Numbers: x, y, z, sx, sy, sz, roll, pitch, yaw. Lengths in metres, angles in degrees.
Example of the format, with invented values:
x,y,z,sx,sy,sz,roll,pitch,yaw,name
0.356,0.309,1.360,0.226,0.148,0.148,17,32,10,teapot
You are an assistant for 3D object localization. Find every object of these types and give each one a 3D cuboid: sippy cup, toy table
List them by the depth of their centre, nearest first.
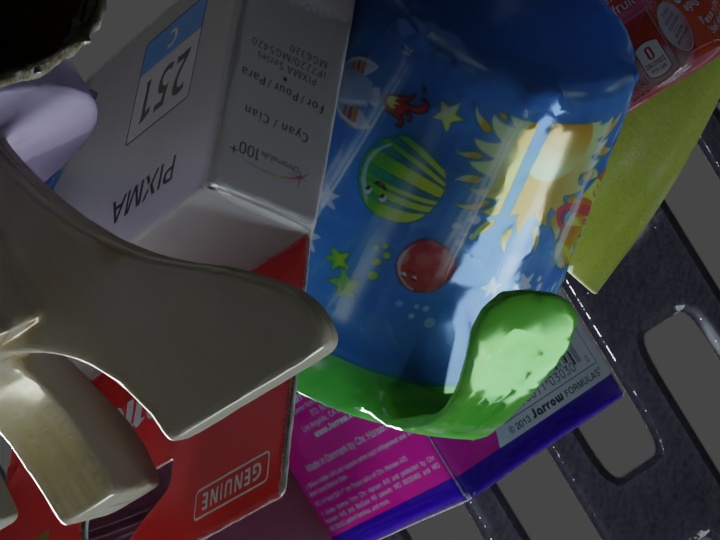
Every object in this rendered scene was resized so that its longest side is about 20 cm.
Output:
x,y,z,sx,sy,sz,roll,pitch,yaw,name
-0.110,0.016,0.684,0.184,0.117,0.200,-32,174,21,toy table
0.023,-0.039,0.848,0.140,0.178,0.130,-25,150,-49,sippy cup

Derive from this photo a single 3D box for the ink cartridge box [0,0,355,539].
x,y,z,sx,sy,sz,roll,pitch,yaw,name
-0.081,0.014,0.822,0.200,0.045,0.176,-33,-139,49,ink cartridge box

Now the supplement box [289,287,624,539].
x,y,z,sx,sy,sz,roll,pitch,yaw,name
0.000,0.000,1.068,0.101,0.200,0.103,-29,179,-38,supplement box

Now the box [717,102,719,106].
x,y,z,sx,sy,sz,roll,pitch,yaw,name
0.362,-0.226,3.016,0.197,0.118,0.200,-31,180,-29,box

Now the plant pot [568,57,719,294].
x,y,z,sx,sy,sz,roll,pitch,yaw,name
0.177,-0.119,1.921,0.200,0.187,0.187,-46,177,5,plant pot

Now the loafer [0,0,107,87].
x,y,z,sx,sy,sz,roll,pitch,yaw,name
-0.075,-0.047,0.347,0.200,0.067,0.076,-32,179,17,loafer

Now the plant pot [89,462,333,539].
x,y,z,sx,sy,sz,roll,pitch,yaw,name
-0.078,0.049,1.177,0.200,0.179,0.200,-25,-175,2,plant pot

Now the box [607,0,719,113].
x,y,z,sx,sy,sz,roll,pitch,yaw,name
0.066,-0.096,1.184,0.200,0.100,0.095,-33,178,34,box
